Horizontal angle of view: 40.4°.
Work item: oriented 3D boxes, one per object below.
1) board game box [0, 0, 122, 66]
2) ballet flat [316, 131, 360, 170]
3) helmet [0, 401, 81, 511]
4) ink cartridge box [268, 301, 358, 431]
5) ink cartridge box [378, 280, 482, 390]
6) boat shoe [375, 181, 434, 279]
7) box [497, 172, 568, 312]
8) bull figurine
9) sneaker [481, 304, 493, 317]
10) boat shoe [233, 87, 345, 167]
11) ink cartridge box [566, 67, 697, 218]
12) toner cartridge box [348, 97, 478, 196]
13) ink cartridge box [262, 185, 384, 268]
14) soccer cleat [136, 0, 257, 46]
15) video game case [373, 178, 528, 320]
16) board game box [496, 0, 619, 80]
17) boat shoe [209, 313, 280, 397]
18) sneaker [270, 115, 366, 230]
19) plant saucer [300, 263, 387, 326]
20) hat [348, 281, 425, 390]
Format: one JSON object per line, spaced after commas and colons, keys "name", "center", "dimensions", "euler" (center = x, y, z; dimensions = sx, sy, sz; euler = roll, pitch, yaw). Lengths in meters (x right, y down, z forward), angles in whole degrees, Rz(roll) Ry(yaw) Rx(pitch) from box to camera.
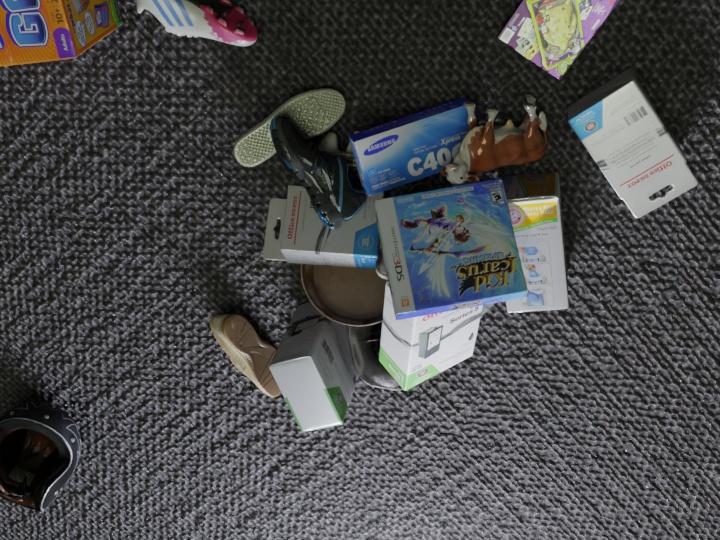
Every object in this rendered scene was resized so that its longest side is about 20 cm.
{"name": "board game box", "center": [-0.502, -0.429, 1.454], "dimensions": [0.199, 0.200, 0.200], "euler": [-4, 117, 10]}
{"name": "ballet flat", "center": [-0.017, -0.189, 1.596], "dimensions": [0.200, 0.068, 0.075], "euler": [1, 97, 2]}
{"name": "helmet", "center": [-0.639, 0.353, 1.903], "dimensions": [0.200, 0.191, 0.200], "euler": [18, 157, 8]}
{"name": "ink cartridge box", "center": [-0.071, 0.159, 1.708], "dimensions": [0.084, 0.200, 0.146], "euler": [-15, 114, 19]}
{"name": "ink cartridge box", "center": [0.115, 0.081, 1.582], "dimensions": [0.145, 0.084, 0.200], "euler": [-25, 144, -23]}
{"name": "boat shoe", "center": [0.079, -0.074, 1.559], "dimensions": [0.067, 0.200, 0.057], "euler": [20, 149, 8]}
{"name": "box", "center": [0.280, -0.047, 1.591], "dimensions": [0.101, 0.113, 0.200], "euler": [-4, 117, 13]}
{"name": "bull figurine", "center": [0.206, -0.200, 1.507], "dimensions": [0.200, 0.065, 0.122], "euler": [-15, 123, -29]}
{"name": "sneaker", "center": [0.164, -0.003, 1.666], "dimensions": [0.082, 0.075, 0.200], "euler": [-35, 118, 14]}
{"name": "boat shoe", "center": [-0.116, -0.235, 1.582], "dimensions": [0.200, 0.062, 0.075], "euler": [-30, 106, 6]}
{"name": "ink cartridge box", "center": [0.421, -0.195, 1.516], "dimensions": [0.116, 0.067, 0.200], "euler": [-31, 109, 22]}
{"name": "toner cartridge box", "center": [0.090, -0.195, 1.539], "dimensions": [0.200, 0.043, 0.095], "euler": [-20, 114, -7]}
{"name": "ink cartridge box", "center": [-0.063, -0.073, 1.614], "dimensions": [0.200, 0.067, 0.116], "euler": [4, 74, 6]}
{"name": "soccer cleat", "center": [-0.256, -0.393, 1.521], "dimensions": [0.200, 0.070, 0.086], "euler": [29, 134, -5]}
{"name": "video game case", "center": [0.134, -0.033, 1.468], "dimensions": [0.200, 0.045, 0.182], "euler": [-10, 75, -3]}
{"name": "board game box", "center": [0.307, -0.396, 1.448], "dimensions": [0.120, 0.032, 0.200], "euler": [33, 119, -5]}
{"name": "boat shoe", "center": [-0.206, 0.153, 1.806], "dimensions": [0.064, 0.071, 0.200], "euler": [5, 135, 46]}
{"name": "sneaker", "center": [-0.069, -0.164, 1.541], "dimensions": [0.082, 0.073, 0.200], "euler": [-36, 105, -8]}
{"name": "plant saucer", "center": [0.000, 0.000, 1.646], "dimensions": [0.200, 0.201, 0.034], "euler": [5, 163, 6]}
{"name": "hat", "center": [0.058, 0.105, 1.718], "dimensions": [0.200, 0.081, 0.201], "euler": [-3, 104, -14]}
